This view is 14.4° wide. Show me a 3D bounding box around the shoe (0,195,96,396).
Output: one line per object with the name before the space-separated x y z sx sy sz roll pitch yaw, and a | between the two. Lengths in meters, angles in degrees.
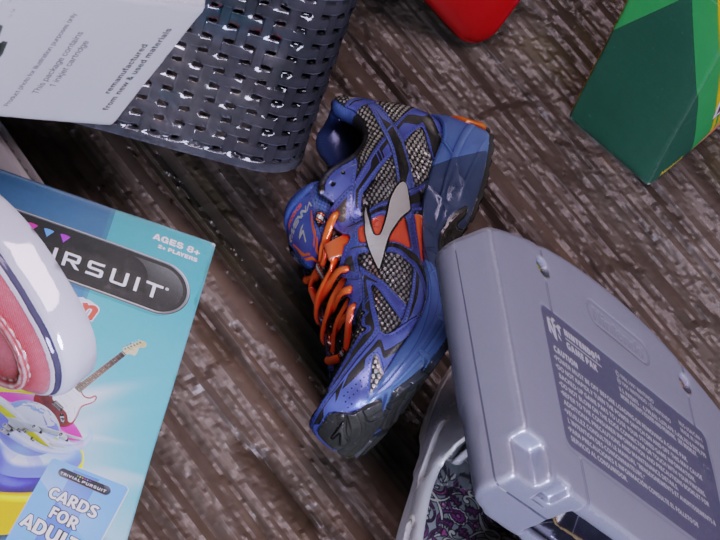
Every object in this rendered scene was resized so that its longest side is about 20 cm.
shoe | -0.193 -0.008 1.039 0.200 0.072 0.091 42 55 18

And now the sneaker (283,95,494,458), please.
sneaker | 0.000 0.000 1.216 0.078 0.075 0.200 23 40 -10

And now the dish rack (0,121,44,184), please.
dish rack | -0.188 0.000 1.165 0.172 0.044 0.200 -22 65 -33

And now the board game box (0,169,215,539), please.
board game box | -0.152 0.051 1.081 0.151 0.047 0.200 19 51 -6

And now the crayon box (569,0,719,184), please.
crayon box | 0.201 -0.155 1.344 0.058 0.173 0.200 41 51 13

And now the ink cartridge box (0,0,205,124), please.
ink cartridge box | -0.176 -0.139 1.046 0.200 0.084 0.146 3 55 -36

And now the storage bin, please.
storage bin | -0.107 -0.133 1.236 0.200 0.094 0.135 14 29 -9

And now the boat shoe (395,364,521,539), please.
boat shoe | 0.050 0.089 1.168 0.072 0.069 0.200 29 50 2

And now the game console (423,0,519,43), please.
game console | 0.035 -0.243 1.368 0.172 0.119 0.200 31 76 23

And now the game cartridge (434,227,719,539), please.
game cartridge | 0.098 0.067 1.158 0.200 0.041 0.133 37 39 -45
